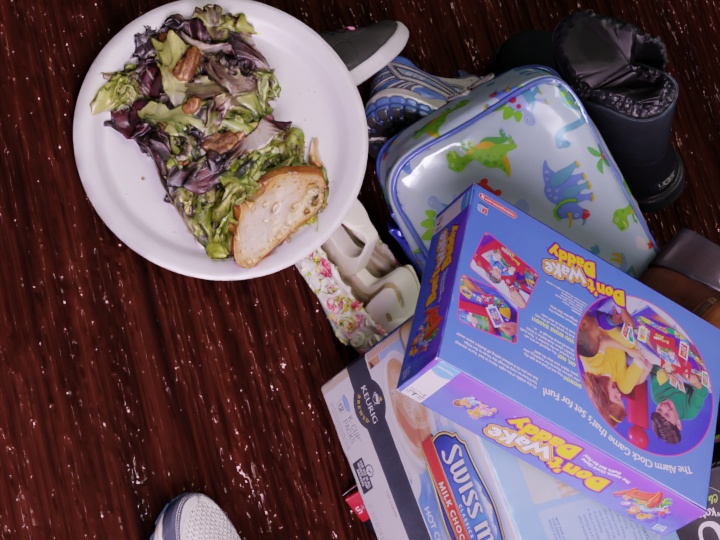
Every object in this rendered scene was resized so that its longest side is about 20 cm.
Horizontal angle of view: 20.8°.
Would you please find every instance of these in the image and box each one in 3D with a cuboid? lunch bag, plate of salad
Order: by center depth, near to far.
[{"bbox_3d":[-0.091,-0.093,1.304,0.198,0.048,0.202,2,74,-7],"label":"plate of salad"},{"bbox_3d":[0.110,-0.032,1.378,0.201,0.160,0.083,59,1,-18],"label":"lunch bag"}]

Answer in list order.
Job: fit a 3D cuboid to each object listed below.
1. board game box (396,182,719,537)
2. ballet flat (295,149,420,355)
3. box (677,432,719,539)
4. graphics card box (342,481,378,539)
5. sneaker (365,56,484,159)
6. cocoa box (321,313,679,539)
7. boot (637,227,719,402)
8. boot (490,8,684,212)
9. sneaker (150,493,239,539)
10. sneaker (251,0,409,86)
[{"bbox_3d":[0.126,0.054,1.184,0.199,0.045,0.135,30,50,-18],"label":"board game box"},{"bbox_3d":[0.000,0.000,1.357,0.200,0.064,0.076,50,51,-3],"label":"ballet flat"},{"bbox_3d":[0.298,0.176,1.421,0.199,0.148,0.125,-21,87,-43],"label":"box"},{"bbox_3d":[0.094,0.191,1.327,0.201,0.051,0.125,53,46,-1],"label":"graphics card box"},{"bbox_3d":[0.091,-0.109,1.489,0.199,0.077,0.086,23,45,-29],"label":"sneaker"},{"bbox_3d":[0.089,0.127,1.236,0.132,0.131,0.202,-8,69,-38],"label":"cocoa box"},{"bbox_3d":[0.225,0.095,1.300,0.188,0.069,0.201,34,82,19],"label":"boot"},{"bbox_3d":[0.166,-0.148,1.467,0.076,0.168,0.200,-39,63,-8],"label":"boot"},{"bbox_3d":[-0.055,0.211,1.151,0.077,0.085,0.201,-1,54,-46],"label":"sneaker"},{"bbox_3d":[-0.046,-0.163,1.411,0.200,0.071,0.100,-38,95,-41],"label":"sneaker"}]
